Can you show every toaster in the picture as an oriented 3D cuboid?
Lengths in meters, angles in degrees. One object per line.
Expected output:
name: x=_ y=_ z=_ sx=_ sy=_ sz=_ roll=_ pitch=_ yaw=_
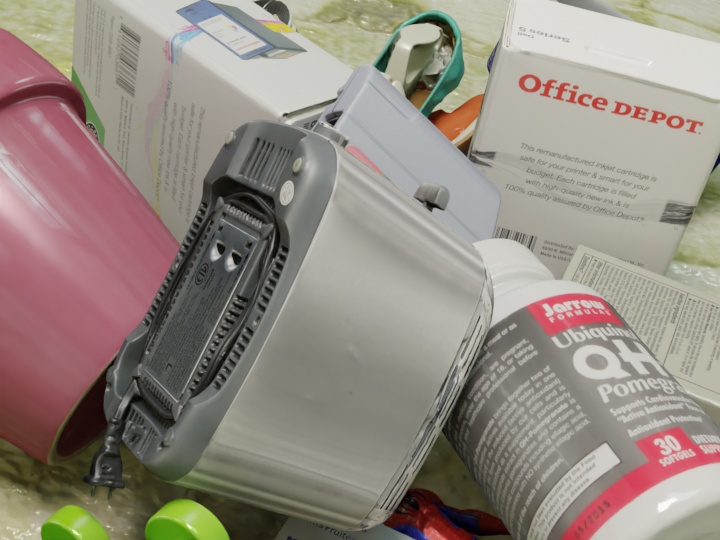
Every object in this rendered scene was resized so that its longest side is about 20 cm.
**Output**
toaster: x=-0.028 y=0.037 z=0.577 sx=0.129 sy=0.200 sz=0.114 roll=26 pitch=0 yaw=-31

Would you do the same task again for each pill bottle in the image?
pill bottle: x=0.103 y=0.075 z=0.611 sx=0.111 sy=0.111 sz=0.200 roll=-9 pitch=42 yaw=-25

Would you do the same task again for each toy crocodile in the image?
toy crocodile: x=-0.115 y=0.145 z=0.539 sx=0.200 sy=0.062 sz=0.068 roll=-10 pitch=19 yaw=38

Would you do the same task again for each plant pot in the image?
plant pot: x=-0.188 y=-0.001 z=0.661 sx=0.179 sy=0.200 sz=0.200 roll=39 pitch=43 yaw=7

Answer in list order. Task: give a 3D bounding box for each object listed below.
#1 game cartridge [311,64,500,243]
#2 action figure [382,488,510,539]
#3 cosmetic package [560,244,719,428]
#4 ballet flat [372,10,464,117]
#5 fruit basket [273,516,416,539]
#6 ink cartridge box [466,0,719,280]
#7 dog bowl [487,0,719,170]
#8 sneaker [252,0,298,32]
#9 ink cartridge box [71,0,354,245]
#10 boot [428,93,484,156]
game cartridge: x=0.000 y=0.000 z=0.690 sx=0.133 sy=0.041 sz=0.200 roll=42 pitch=65 yaw=-28
action figure: x=0.067 y=0.160 z=0.639 sx=0.200 sy=0.052 sz=0.065 roll=31 pitch=47 yaw=24
cosmetic package: x=0.202 y=0.070 z=0.734 sx=0.200 sy=0.073 sz=0.104 roll=24 pitch=40 yaw=12
ballet flat: x=0.018 y=-0.121 z=0.853 sx=0.067 sy=0.070 sz=0.200 roll=14 pitch=45 yaw=20
fruit basket: x=0.015 y=0.194 z=0.530 sx=0.185 sy=0.094 sz=0.200 roll=22 pitch=46 yaw=14
ink cartridge box: x=0.142 y=-0.063 z=0.805 sx=0.145 sy=0.200 sz=0.084 roll=14 pitch=39 yaw=1
dog bowl: x=0.202 y=-0.144 z=0.965 sx=0.200 sy=0.079 sz=0.200 roll=27 pitch=24 yaw=-13
sneaker: x=-0.108 y=-0.136 z=0.936 sx=0.200 sy=0.115 sz=0.076 roll=3 pitch=53 yaw=39
ink cartridge box: x=-0.097 y=-0.095 z=0.795 sx=0.087 sy=0.145 sz=0.200 roll=-23 pitch=50 yaw=-39
boot: x=0.041 y=-0.093 z=0.920 sx=0.107 sy=0.075 sz=0.200 roll=27 pitch=42 yaw=25
